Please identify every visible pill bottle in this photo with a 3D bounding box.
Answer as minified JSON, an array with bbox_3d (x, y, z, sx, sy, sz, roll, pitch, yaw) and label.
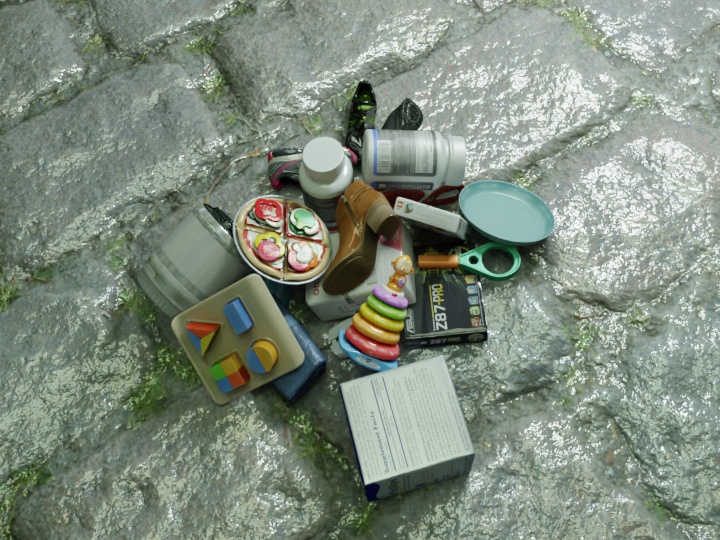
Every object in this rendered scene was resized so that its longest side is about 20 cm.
[{"bbox_3d":[0.104,-0.217,1.647,0.195,0.115,0.116,1,60,-5],"label":"pill bottle"},{"bbox_3d":[-0.065,-0.170,1.666,0.108,0.201,0.113,-2,61,3],"label":"pill bottle"}]

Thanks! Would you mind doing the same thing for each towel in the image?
[{"bbox_3d":[-0.150,0.139,1.570,0.112,0.048,0.200,-48,62,11],"label":"towel"}]

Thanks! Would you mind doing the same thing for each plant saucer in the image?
[{"bbox_3d":[0.288,-0.111,1.667,0.195,0.028,0.202,8,40,-6],"label":"plant saucer"}]

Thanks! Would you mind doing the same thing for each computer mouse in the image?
[{"bbox_3d":[-0.024,0.123,1.590,0.196,0.044,0.111,-18,60,-5],"label":"computer mouse"}]

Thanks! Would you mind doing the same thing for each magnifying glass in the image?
[{"bbox_3d":[0.208,-0.018,1.609,0.195,0.023,0.081,-1,59,4],"label":"magnifying glass"}]

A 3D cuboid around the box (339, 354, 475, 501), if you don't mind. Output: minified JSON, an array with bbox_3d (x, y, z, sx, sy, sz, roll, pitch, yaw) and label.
[{"bbox_3d":[0.079,0.274,1.462,0.195,0.106,0.187,-14,61,-4],"label":"box"}]

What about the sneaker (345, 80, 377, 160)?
[{"bbox_3d":[0.001,-0.324,1.813,0.069,0.083,0.204,1,62,5],"label":"sneaker"}]

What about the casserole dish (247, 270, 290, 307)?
[{"bbox_3d":[-0.201,0.004,1.675,0.118,0.039,0.204,-4,62,3],"label":"casserole dish"}]

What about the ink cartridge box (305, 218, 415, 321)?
[{"bbox_3d":[0.000,0.000,1.607,0.196,0.083,0.150,-12,59,18],"label":"ink cartridge box"}]

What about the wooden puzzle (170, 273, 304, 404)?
[{"bbox_3d":[-0.225,0.131,1.510,0.197,0.046,0.188,-27,98,16],"label":"wooden puzzle"}]

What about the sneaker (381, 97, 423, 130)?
[{"bbox_3d":[0.071,-0.273,1.778,0.076,0.090,0.202,42,48,-21],"label":"sneaker"}]

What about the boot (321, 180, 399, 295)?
[{"bbox_3d":[-0.021,-0.064,1.565,0.200,0.073,0.155,-47,41,6],"label":"boot"}]

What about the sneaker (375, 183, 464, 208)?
[{"bbox_3d":[0.109,-0.184,1.744,0.195,0.079,0.117,-7,51,-13],"label":"sneaker"}]

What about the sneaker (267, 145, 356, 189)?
[{"bbox_3d":[-0.100,-0.218,1.771,0.195,0.081,0.077,-7,75,17],"label":"sneaker"}]

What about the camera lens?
[{"bbox_3d":[-0.307,-0.012,1.599,0.200,0.160,0.160,-45,65,1],"label":"camera lens"}]

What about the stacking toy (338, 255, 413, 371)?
[{"bbox_3d":[0.046,0.067,1.493,0.114,0.110,0.204,22,102,-9],"label":"stacking toy"}]

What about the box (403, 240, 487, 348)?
[{"bbox_3d":[0.155,0.044,1.616,0.157,0.049,0.204,-6,59,4],"label":"box"}]

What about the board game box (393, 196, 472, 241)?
[{"bbox_3d":[0.142,-0.096,1.614,0.124,0.200,0.035,19,91,15],"label":"board game box"}]

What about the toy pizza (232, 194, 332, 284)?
[{"bbox_3d":[-0.140,-0.064,1.560,0.196,0.032,0.204,14,51,-18],"label":"toy pizza"}]
